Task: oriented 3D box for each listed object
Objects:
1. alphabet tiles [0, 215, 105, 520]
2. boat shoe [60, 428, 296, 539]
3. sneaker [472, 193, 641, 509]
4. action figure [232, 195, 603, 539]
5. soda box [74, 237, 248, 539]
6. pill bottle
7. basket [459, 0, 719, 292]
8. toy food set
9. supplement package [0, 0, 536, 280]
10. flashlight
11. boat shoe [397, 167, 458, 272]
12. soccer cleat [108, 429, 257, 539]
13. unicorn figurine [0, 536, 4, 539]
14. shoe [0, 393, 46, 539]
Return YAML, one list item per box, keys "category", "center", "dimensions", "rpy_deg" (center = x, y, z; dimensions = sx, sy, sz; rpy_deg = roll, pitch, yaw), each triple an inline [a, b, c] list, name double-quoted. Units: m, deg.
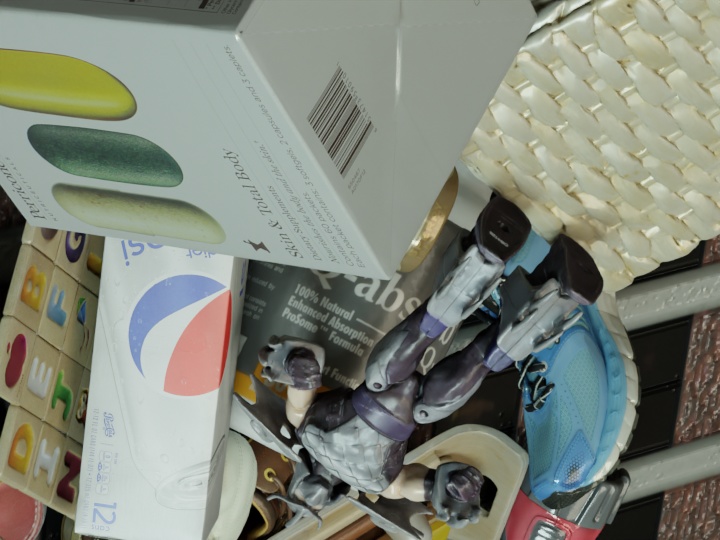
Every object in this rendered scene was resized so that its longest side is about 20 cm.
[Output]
- category: "alphabet tiles"
  center: [-0.129, 0.030, 1.350]
  dimensions: [0.200, 0.006, 0.168]
  rpy_deg: [48, 55, -69]
- category: "boat shoe"
  center: [-0.058, 0.116, 1.500]
  dimensions: [0.199, 0.067, 0.072]
  rpy_deg: [-28, 128, -22]
- category: "sneaker"
  center: [0.090, 0.032, 1.516]
  dimensions: [0.089, 0.201, 0.078]
  rpy_deg: [10, 151, -26]
- category: "action figure"
  center: [0.021, 0.054, 1.317]
  dimensions: [0.130, 0.070, 0.200]
  rpy_deg: [32, 118, -18]
- category: "soda box"
  center: [-0.090, 0.025, 1.338]
  dimensions: [0.063, 0.068, 0.202]
  rpy_deg: [8, 98, 4]
- category: "pill bottle"
  center: [0.000, 0.000, 1.431]
  dimensions: [0.116, 0.116, 0.201]
  rpy_deg: [29, 86, -44]
- category: "basket"
  center: [0.129, -0.124, 1.316]
  dimensions: [0.197, 0.162, 0.200]
  rpy_deg: [-28, 139, 20]
- category: "toy food set"
  center: [-0.001, 0.173, 1.545]
  dimensions: [0.199, 0.061, 0.144]
  rpy_deg: [-29, 159, -20]
- category: "supplement package"
  center: [-0.063, -0.109, 1.185]
  dimensions: [0.151, 0.199, 0.152]
  rpy_deg: [-60, 139, -27]
- category: "flashlight"
  center: [0.086, 0.191, 1.667]
  dimensions: [0.067, 0.068, 0.201]
  rpy_deg: [9, 115, -42]
- category: "boat shoe"
  center: [-0.013, -0.056, 1.304]
  dimensions: [0.064, 0.200, 0.072]
  rpy_deg: [23, 95, -19]
- category: "soccer cleat"
  center: [-0.109, 0.170, 1.402]
  dimensions: [0.069, 0.078, 0.200]
  rpy_deg: [37, 90, -34]
- category: "unicorn figurine"
  center: [-0.254, 0.133, 1.350]
  dimensions: [0.199, 0.074, 0.138]
  rpy_deg: [16, 100, -21]
- category: "shoe"
  center: [-0.187, 0.083, 1.367]
  dimensions: [0.071, 0.091, 0.201]
  rpy_deg: [-33, 132, -17]
